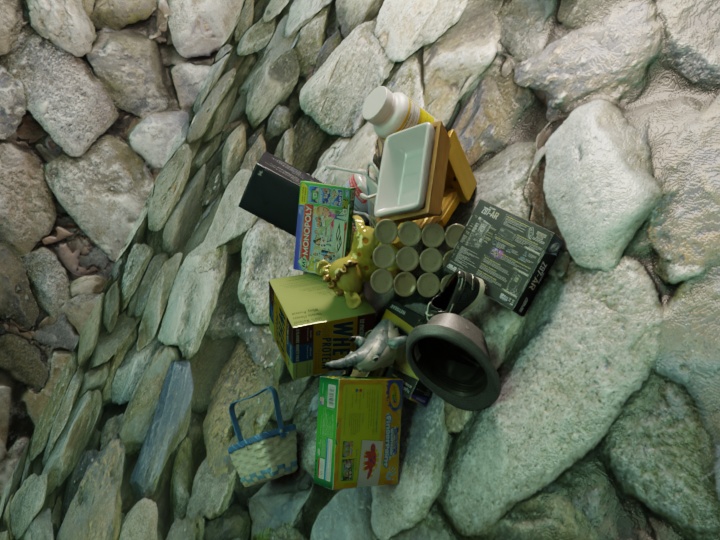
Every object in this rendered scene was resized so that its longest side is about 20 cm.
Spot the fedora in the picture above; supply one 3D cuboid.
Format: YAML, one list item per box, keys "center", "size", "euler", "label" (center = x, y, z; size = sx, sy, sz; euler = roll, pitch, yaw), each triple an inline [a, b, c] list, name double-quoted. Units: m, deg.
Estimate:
- center: [0.179, 0.155, 1.400]
  size: [0.177, 0.199, 0.091]
  euler: [-46, 7, 49]
  label: "fedora"

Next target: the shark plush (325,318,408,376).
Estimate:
- center: [0.006, 0.163, 1.503]
  size: [0.084, 0.197, 0.092]
  euler: [50, 149, 21]
  label: "shark plush"

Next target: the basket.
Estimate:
- center: [-0.236, 0.392, 1.782]
  size: [0.174, 0.137, 0.205]
  euler: [-25, 79, 41]
  label: "basket"

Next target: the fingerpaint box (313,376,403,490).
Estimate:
- center: [-0.003, 0.312, 1.475]
  size: [0.072, 0.164, 0.207]
  euler: [-2, 84, 52]
  label: "fingerpaint box"

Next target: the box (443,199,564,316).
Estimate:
- center: [0.271, -0.029, 1.457]
  size: [0.199, 0.043, 0.163]
  euler: [32, 94, 46]
  label: "box"

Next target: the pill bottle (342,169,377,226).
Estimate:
- center: [-0.030, -0.150, 1.909]
  size: [0.200, 0.107, 0.110]
  euler: [-44, 38, 26]
  label: "pill bottle"

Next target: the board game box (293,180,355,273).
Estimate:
- center: [-0.083, -0.094, 1.725]
  size: [0.131, 0.029, 0.206]
  euler: [9, 100, 23]
  label: "board game box"

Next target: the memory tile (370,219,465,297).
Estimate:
- center: [0.120, -0.022, 1.552]
  size: [0.017, 0.194, 0.158]
  euler: [-96, 10, -87]
  label: "memory tile"

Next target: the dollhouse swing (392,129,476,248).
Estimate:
- center: [0.121, -0.175, 1.653]
  size: [0.197, 0.185, 0.175]
  euler: [-19, 10, 45]
  label: "dollhouse swing"

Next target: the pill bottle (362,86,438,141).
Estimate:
- center: [0.101, -0.344, 1.781]
  size: [0.111, 0.198, 0.115]
  euler: [-31, 44, 36]
  label: "pill bottle"

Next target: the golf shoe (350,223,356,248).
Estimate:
- center: [-0.045, -0.049, 1.787]
  size: [0.090, 0.203, 0.075]
  euler: [-29, 43, -17]
  label: "golf shoe"

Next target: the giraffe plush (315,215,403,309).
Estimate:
- center: [0.000, 0.000, 1.638]
  size: [0.162, 0.201, 0.171]
  euler: [-45, 45, -12]
  label: "giraffe plush"

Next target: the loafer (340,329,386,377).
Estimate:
- center: [0.003, 0.215, 1.572]
  size: [0.075, 0.066, 0.205]
  euler: [7, 78, 55]
  label: "loafer"

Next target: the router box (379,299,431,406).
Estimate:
- center: [0.098, 0.167, 1.578]
  size: [0.199, 0.052, 0.160]
  euler: [25, 89, 56]
  label: "router box"

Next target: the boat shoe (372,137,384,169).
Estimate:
- center: [0.072, -0.281, 1.906]
  size: [0.073, 0.073, 0.203]
  euler: [-46, 28, 39]
  label: "boat shoe"

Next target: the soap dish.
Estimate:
- center: [0.111, -0.198, 1.583]
  size: [0.155, 0.080, 0.206]
  euler: [-9, 66, 49]
  label: "soap dish"

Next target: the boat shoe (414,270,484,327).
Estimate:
- center: [0.153, 0.076, 1.459]
  size: [0.201, 0.066, 0.073]
  euler: [-50, 36, 31]
  label: "boat shoe"

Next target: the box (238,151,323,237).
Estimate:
- center: [-0.182, -0.183, 1.852]
  size: [0.119, 0.193, 0.200]
  euler: [-61, 9, 13]
  label: "box"

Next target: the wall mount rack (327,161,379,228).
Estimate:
- center: [-0.005, -0.166, 1.774]
  size: [0.174, 0.073, 0.204]
  euler: [48, 150, 46]
  label: "wall mount rack"

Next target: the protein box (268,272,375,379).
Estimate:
- center: [-0.091, 0.115, 1.706]
  size: [0.201, 0.193, 0.138]
  euler: [-127, 34, -53]
  label: "protein box"
